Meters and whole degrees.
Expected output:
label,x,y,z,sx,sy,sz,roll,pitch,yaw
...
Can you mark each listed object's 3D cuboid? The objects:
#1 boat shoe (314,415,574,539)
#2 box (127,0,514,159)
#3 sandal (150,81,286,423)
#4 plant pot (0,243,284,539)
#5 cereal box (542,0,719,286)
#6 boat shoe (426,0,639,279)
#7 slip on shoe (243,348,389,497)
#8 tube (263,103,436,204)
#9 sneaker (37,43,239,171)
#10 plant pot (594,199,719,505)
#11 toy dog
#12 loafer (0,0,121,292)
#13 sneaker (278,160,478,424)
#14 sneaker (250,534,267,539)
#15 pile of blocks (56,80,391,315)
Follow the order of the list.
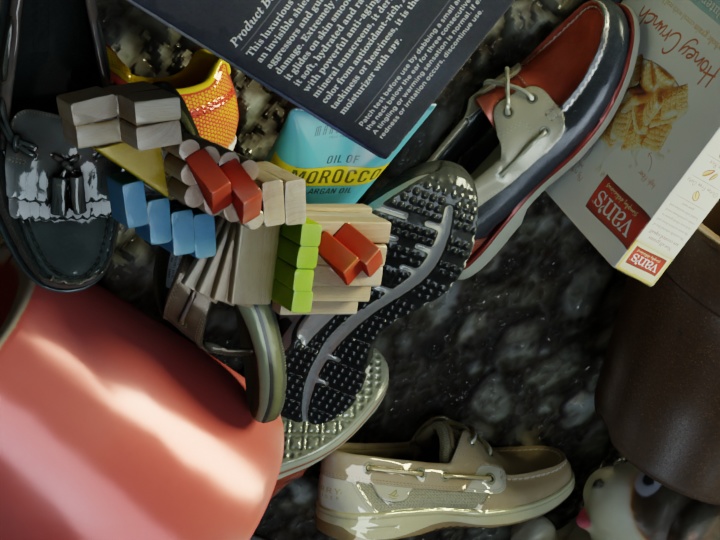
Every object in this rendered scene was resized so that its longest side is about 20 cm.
label,x,y,z,sx,sy,sz,roll,pitch,yaw
boat shoe,0.061,0.132,1.210,0.199,0.072,0.065,-5,102,-30
box,-0.057,-0.183,0.869,0.198,0.200,0.123,30,106,-34
sandal,-0.089,-0.006,0.975,0.057,0.080,0.201,-23,116,-3
plant pot,-0.172,0.093,1.016,0.200,0.200,0.177,-41,119,5
cereal box,0.184,-0.109,1.059,0.039,0.144,0.200,25,108,-34
boat shoe,0.089,-0.082,1.084,0.062,0.071,0.200,25,113,-31
slip on shoe,-0.066,0.114,1.152,0.200,0.074,0.061,-41,163,-2
tube,-0.030,-0.044,0.999,0.077,0.051,0.200,-9,160,-24
sneaker,-0.164,-0.083,0.980,0.199,0.073,0.077,-12,112,-25
plant pot,0.248,0.031,1.157,0.200,0.200,0.199,-1,128,-23
toy dog,0.200,0.218,1.267,0.193,0.140,0.201,5,116,1
loafer,-0.156,-0.089,0.914,0.072,0.063,0.201,-6,90,-18
sneaker,0.000,0.000,1.067,0.074,0.080,0.200,26,127,-19
sneaker,-0.058,0.233,1.198,0.200,0.109,0.070,16,113,-31
pile of blocks,-0.063,-0.024,0.897,0.200,0.062,0.082,29,90,-31
